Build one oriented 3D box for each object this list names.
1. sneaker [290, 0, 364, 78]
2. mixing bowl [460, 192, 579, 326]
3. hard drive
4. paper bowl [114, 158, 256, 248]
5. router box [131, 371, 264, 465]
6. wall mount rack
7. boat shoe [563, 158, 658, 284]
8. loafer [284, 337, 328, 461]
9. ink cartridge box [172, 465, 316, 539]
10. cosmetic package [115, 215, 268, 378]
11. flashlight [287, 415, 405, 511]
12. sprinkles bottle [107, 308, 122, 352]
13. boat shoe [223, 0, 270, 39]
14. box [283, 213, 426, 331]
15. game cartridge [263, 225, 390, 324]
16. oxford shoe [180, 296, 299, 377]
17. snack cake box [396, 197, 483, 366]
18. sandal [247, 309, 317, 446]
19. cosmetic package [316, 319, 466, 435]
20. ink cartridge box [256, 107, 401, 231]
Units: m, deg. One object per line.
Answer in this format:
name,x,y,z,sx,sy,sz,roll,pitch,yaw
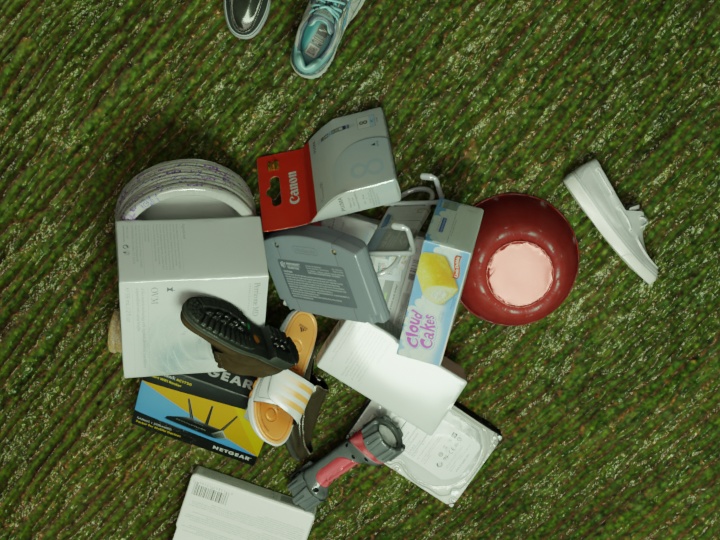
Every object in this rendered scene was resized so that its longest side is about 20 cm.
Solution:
sneaker,-0.040,-0.361,1.609,0.077,0.086,0.201,19,101,-3
mixing bowl,0.225,-0.005,1.661,0.199,0.108,0.201,0,101,1
hard drive,0.096,0.250,1.752,0.200,0.038,0.140,34,100,-4
paper bowl,-0.247,-0.076,1.637,0.199,0.105,0.201,-6,137,-6
router box,-0.229,0.199,1.710,0.199,0.051,0.150,19,132,-3
wall mount rack,0.018,-0.079,1.624,0.173,0.200,0.075,1,131,30
boat shoe,0.377,-0.073,1.668,0.068,0.072,0.200,-38,89,9
loafer,-0.083,0.189,1.726,0.071,0.073,0.201,-3,102,3
ink cartridge box,-0.190,0.418,1.790,0.199,0.045,0.177,19,101,-2
cosmetic package,-0.234,0.038,1.598,0.199,0.123,0.200,-4,137,-12
flashlight,-0.023,0.293,1.722,0.068,0.068,0.200,44,116,-11
sprinkles bottle,-0.272,0.103,1.719,0.199,0.068,0.069,9,101,1
boat shoe,-0.154,-0.426,1.614,0.068,0.057,0.201,11,101,-1
box,0.000,0.000,1.703,0.199,0.041,0.157,14,102,-2
game cartridge,-0.053,0.002,1.596,0.040,0.199,0.134,-42,124,-33
oxford shoe,-0.175,0.100,1.536,0.084,0.073,0.200,-32,136,23
snack cake box,0.109,0.017,1.587,0.067,0.115,0.201,15,126,5
sandal,-0.099,0.145,1.639,0.079,0.059,0.208,29,64,-29
cosmetic package,0.045,0.141,1.677,0.199,0.074,0.102,33,101,-7
ink cartridge box,-0.051,-0.143,1.619,0.199,0.161,0.047,-12,137,4
